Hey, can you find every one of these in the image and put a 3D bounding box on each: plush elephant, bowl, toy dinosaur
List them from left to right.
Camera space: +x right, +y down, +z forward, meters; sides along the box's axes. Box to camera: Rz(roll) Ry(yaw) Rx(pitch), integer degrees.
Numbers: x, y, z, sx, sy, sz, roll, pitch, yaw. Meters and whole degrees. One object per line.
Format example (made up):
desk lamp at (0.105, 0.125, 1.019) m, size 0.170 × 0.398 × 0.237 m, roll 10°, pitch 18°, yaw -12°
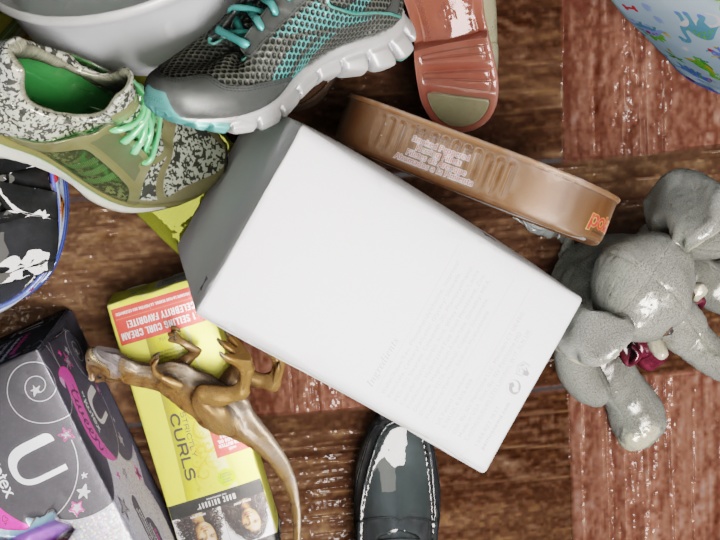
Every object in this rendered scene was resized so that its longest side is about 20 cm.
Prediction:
bowl at (-0.133, -0.188, 0.727) m, size 0.198 × 0.203 × 0.091 m, roll -19°, pitch 139°, yaw -4°
toy dinosaur at (-0.087, 0.092, 0.776) m, size 0.199 × 0.061 × 0.107 m, roll 36°, pitch 117°, yaw -6°
plush elephant at (0.197, 0.022, 0.792) m, size 0.200 × 0.155 × 0.165 m, roll 42°, pitch 92°, yaw -12°

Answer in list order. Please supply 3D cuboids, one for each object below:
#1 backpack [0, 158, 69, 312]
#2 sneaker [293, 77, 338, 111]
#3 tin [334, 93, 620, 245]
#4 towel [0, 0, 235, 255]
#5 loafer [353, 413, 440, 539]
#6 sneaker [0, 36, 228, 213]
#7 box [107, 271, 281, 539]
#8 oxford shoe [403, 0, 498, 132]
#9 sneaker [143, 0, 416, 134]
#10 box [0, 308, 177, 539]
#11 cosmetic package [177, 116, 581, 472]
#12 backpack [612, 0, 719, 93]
backpack at (-0.277, -0.044, 0.723) m, size 0.187 × 0.154 × 0.204 m, roll -6°, pitch 99°, yaw -4°
sneaker at (-0.002, -0.194, 0.775) m, size 0.070 × 0.076 × 0.202 m, roll 27°, pitch 95°, yaw -10°
tin at (0.072, -0.066, 0.758) m, size 0.198 × 0.112 × 0.042 m, roll 24°, pitch 91°, yaw 27°
towel at (-0.167, -0.109, 0.799) m, size 0.086 × 0.018 × 0.200 m, roll -44°, pitch 102°, yaw 5°
loafer at (0.028, 0.202, 0.841) m, size 0.067 × 0.070 × 0.205 m, roll 1°, pitch 98°, yaw -8°
sneaker at (-0.146, -0.085, 0.673) m, size 0.198 × 0.088 × 0.078 m, roll 13°, pitch 74°, yaw -44°
box at (-0.115, 0.105, 0.819) m, size 0.074 × 0.050 × 0.204 m, roll -15°, pitch 100°, yaw -4°
oxford shoe at (0.058, -0.199, 0.775) m, size 0.069 × 0.074 × 0.204 m, roll 0°, pitch 111°, yaw 10°
sneaker at (-0.047, -0.147, 0.663) m, size 0.199 × 0.077 × 0.093 m, roll -35°, pitch 137°, yaw -38°
box at (-0.207, 0.147, 0.772) m, size 0.113 × 0.132 × 0.203 m, roll -25°, pitch 101°, yaw -1°
cosmetic package at (0.000, 0.000, 0.734) m, size 0.198 × 0.199 × 0.124 m, roll 29°, pitch 94°, yaw -16°
backpack at (0.240, -0.194, 0.750) m, size 0.198 × 0.162 × 0.156 m, roll -1°, pitch 112°, yaw -52°
